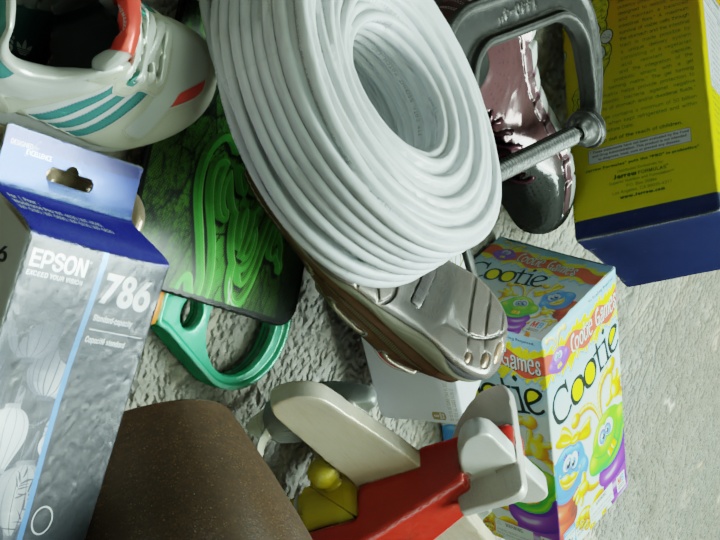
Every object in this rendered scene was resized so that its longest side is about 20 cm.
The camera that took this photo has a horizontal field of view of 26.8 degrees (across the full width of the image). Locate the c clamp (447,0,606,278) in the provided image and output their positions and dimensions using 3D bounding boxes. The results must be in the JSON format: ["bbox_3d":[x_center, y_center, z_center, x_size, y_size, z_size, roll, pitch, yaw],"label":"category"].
[{"bbox_3d":[0.103,-0.097,0.970,0.199,0.027,0.173,-34,113,-41],"label":"c clamp"}]

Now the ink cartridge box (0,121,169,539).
[{"bbox_3d":[-0.147,0.041,0.697,0.099,0.039,0.202,14,92,-57],"label":"ink cartridge box"}]

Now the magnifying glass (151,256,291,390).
[{"bbox_3d":[-0.103,0.022,0.848,0.199,0.022,0.080,17,89,-55],"label":"magnifying glass"}]

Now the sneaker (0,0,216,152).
[{"bbox_3d":[-0.120,-0.098,0.701,0.199,0.093,0.071,5,84,-53],"label":"sneaker"}]

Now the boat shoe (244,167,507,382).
[{"bbox_3d":[0.000,0.000,0.888,0.200,0.071,0.076,46,55,-20],"label":"boat shoe"}]

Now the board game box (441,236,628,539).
[{"bbox_3d":[0.126,0.095,1.124,0.103,0.104,0.202,-39,132,-39],"label":"board game box"}]

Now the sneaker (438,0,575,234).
[{"bbox_3d":[0.076,-0.094,1.012,0.115,0.075,0.202,-41,124,-38],"label":"sneaker"}]

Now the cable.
[{"bbox_3d":[0.002,-0.092,0.810,0.199,0.069,0.202,16,56,-52],"label":"cable"}]

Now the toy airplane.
[{"bbox_3d":[0.015,0.131,0.952,0.197,0.142,0.202,-5,130,-24],"label":"toy airplane"}]

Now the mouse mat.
[{"bbox_3d":[-0.063,-0.078,0.859,0.160,0.007,0.202,20,81,-56],"label":"mouse mat"}]

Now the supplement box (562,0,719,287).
[{"bbox_3d":[0.218,-0.106,1.107,0.109,0.108,0.202,33,51,-54],"label":"supplement box"}]

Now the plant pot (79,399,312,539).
[{"bbox_3d":[-0.089,0.177,0.776,0.186,0.186,0.202,19,48,-55],"label":"plant pot"}]

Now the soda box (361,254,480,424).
[{"bbox_3d":[0.033,0.003,0.979,0.068,0.063,0.202,-63,147,-46],"label":"soda box"}]

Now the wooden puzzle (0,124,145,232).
[{"bbox_3d":[-0.199,0.021,0.687,0.199,0.046,0.187,25,83,-57],"label":"wooden puzzle"}]
